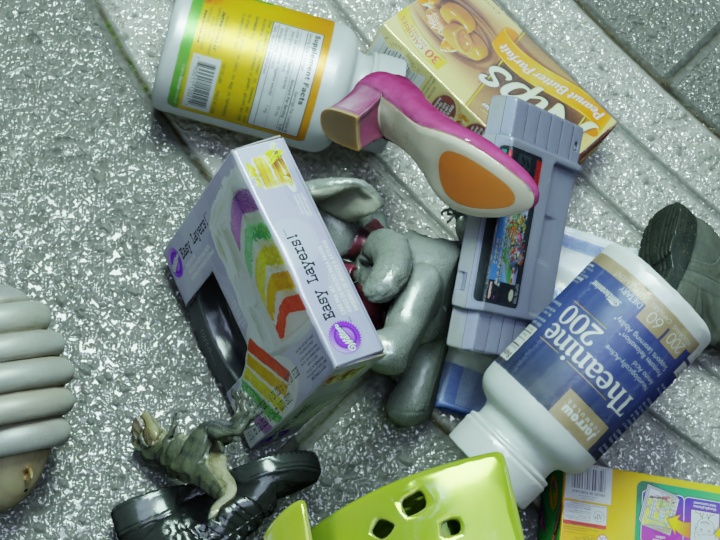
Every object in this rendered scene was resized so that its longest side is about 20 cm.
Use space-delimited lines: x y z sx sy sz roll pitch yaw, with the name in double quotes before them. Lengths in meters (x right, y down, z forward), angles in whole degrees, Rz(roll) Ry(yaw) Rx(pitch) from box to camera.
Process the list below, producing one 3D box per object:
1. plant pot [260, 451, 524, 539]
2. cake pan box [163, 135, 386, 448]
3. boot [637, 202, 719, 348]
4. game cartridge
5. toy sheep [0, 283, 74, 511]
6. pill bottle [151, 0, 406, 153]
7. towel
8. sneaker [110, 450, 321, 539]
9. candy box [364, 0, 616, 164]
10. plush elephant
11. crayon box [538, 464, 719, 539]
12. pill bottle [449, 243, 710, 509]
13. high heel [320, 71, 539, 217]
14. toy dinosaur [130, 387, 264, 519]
"plant pot" 0.025 0.258 1.207 0.181 0.200 0.200 -8 71 -9
"cake pan box" -0.073 0.022 1.274 0.052 0.200 0.185 -16 76 -29
"boot" 0.288 0.050 1.405 0.130 0.068 0.201 31 65 -18
"game cartridge" 0.126 -0.030 1.327 0.038 0.129 0.201 9 88 29
"toy sheep" -0.281 0.080 1.244 0.137 0.138 0.201 -10 89 -16
"pill bottle" -0.067 -0.164 1.395 0.199 0.111 0.112 15 66 -6
"towel" 0.152 0.047 1.408 0.146 0.024 0.201 20 66 -3
"sneaker" -0.115 0.213 1.267 0.199 0.060 0.105 -15 71 -12
"candy box" 0.113 -0.158 1.453 0.200 0.055 0.115 46 55 7
"plush elephant" 0.000 0.000 1.324 0.154 0.165 0.201 16 78 17
"crayon box" 0.244 0.231 1.335 0.199 0.058 0.119 11 67 -8
"pill bottle" 0.166 0.085 1.287 0.111 0.111 0.200 44 90 7
"high heel" 0.071 -0.103 1.286 0.199 0.068 0.096 21 40 34
"toy dinosaur" -0.111 0.129 1.238 0.088 0.200 0.047 -49 114 -10
